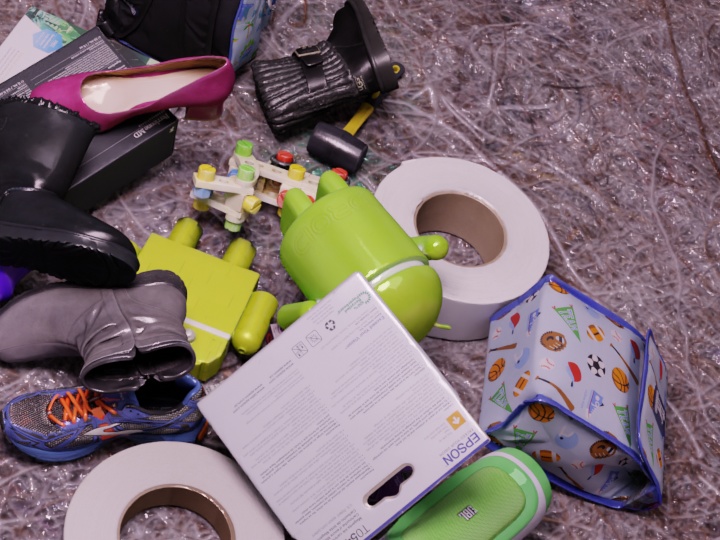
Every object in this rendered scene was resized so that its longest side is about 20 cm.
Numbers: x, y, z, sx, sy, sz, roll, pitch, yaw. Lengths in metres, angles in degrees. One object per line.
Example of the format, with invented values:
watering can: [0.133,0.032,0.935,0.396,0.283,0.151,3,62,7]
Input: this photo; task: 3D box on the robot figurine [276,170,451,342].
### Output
robot figurine: [0.000,0.000,1.522,0.175,0.116,0.200,-28,65,-26]

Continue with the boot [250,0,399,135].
boot: [-0.050,-0.238,1.796,0.157,0.080,0.211,-21,25,3]

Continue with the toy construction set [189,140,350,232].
toy construction set: [-0.075,-0.068,1.643,0.200,0.092,0.131,32,25,-2]

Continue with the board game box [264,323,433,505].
board game box: [-0.013,0.137,1.509,0.120,0.032,0.201,-2,57,-24]

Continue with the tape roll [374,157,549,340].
tape roll: [0.098,-0.026,1.679,0.202,0.071,0.203,9,51,-11]

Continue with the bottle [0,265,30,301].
bottle: [-0.390,0.029,1.475,0.083,0.065,0.200,41,56,10]

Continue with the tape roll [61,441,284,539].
tape roll: [-0.167,0.248,1.402,0.202,0.037,0.203,9,50,-11]

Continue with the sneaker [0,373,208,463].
sneaker: [-0.235,0.124,1.449,0.199,0.079,0.076,-6,54,-22]

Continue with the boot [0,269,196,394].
boot: [-0.252,0.066,1.437,0.199,0.070,0.132,-17,32,4]

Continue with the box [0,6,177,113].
box: [-0.304,-0.198,1.708,0.199,0.036,0.145,24,50,0]

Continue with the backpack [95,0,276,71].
backpack: [-0.180,-0.333,1.746,0.183,0.200,0.147,31,48,9]

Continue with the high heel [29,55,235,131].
high heel: [-0.225,-0.183,1.543,0.199,0.096,0.068,4,64,-10]

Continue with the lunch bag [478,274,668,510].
lunch bag: [0.231,0.128,1.569,0.200,0.124,0.170,32,45,-20]

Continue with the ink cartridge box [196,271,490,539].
ink cartridge box: [-0.015,0.138,1.419,0.196,0.043,0.200,-39,77,3]

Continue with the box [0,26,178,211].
box: [-0.308,-0.135,1.599,0.200,0.079,0.141,-36,74,-24]

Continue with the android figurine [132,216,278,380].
android figurine: [-0.179,0.033,1.562,0.181,0.041,0.200,22,48,4]

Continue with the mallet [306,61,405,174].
mallet: [0.014,-0.179,1.798,0.066,0.041,0.200,33,47,11]

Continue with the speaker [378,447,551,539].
speaker: [0.090,0.246,1.454,0.088,0.089,0.200,44,53,17]

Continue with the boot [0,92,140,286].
boot: [-0.287,-0.078,1.478,0.197,0.073,0.163,10,59,8]

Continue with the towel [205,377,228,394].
towel: [-0.023,0.147,1.528,0.200,0.035,0.193,-25,64,-33]
